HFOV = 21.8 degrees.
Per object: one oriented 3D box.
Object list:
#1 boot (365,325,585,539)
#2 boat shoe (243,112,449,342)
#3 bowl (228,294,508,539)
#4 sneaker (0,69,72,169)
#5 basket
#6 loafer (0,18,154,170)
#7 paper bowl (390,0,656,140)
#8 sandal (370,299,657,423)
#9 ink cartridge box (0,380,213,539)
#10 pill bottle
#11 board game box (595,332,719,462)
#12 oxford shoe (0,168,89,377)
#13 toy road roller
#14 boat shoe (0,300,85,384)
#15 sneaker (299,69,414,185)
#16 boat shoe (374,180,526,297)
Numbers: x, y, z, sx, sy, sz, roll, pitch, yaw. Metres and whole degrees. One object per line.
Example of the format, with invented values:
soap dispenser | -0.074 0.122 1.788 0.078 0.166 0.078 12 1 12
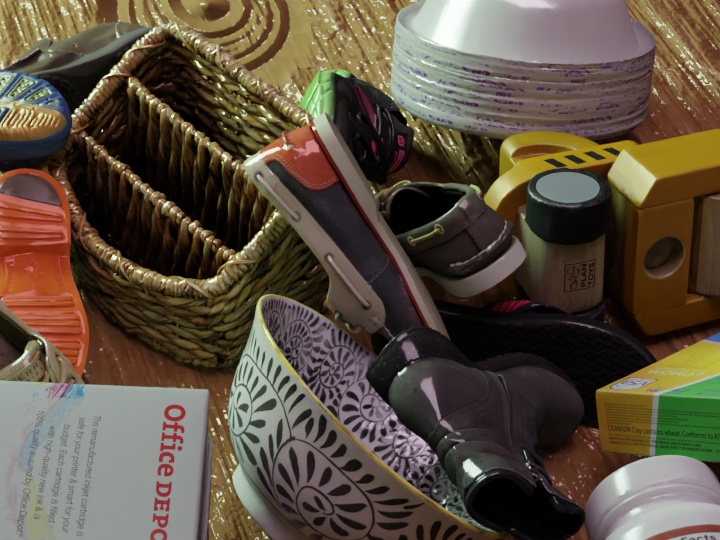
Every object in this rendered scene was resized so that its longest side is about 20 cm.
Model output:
boot | 0.094 0.112 1.119 0.199 0.070 0.132 14 32 -49
boat shoe | 0.000 0.000 1.178 0.062 0.201 0.071 -29 12 4
bowl | -0.014 0.116 1.106 0.094 0.200 0.201 -47 50 10
sneaker | -0.281 -0.086 1.315 0.199 0.089 0.075 3 35 26
basket | -0.123 -0.051 1.268 0.142 0.150 0.200 -28 52 -31
loafer | -0.236 -0.136 1.422 0.199 0.074 0.071 -27 40 -37
paper bowl | 0.124 -0.174 1.415 0.199 0.105 0.201 5 22 -2
sandal | 0.106 0.049 1.236 0.198 0.076 0.045 12 31 13
ink cartridge box | -0.182 0.159 1.031 0.198 0.145 0.146 3 41 -1
pill bottle | 0.187 0.204 1.036 0.111 0.113 0.201 -3 42 -8
board game box | 0.264 0.070 1.157 0.152 0.041 0.199 0 13 43
oxford shoe | -0.218 0.036 1.233 0.071 0.073 0.201 6 59 -15
toy road roller | 0.176 -0.039 1.304 0.198 0.124 0.146 -11 33 -15
boat shoe | -0.208 0.074 1.138 0.200 0.065 0.071 41 63 1
sneaker | -0.003 -0.102 1.354 0.083 0.077 0.200 23 19 3
boat shoe | 0.041 -0.031 1.260 0.072 0.060 0.201 -38 20 -15
